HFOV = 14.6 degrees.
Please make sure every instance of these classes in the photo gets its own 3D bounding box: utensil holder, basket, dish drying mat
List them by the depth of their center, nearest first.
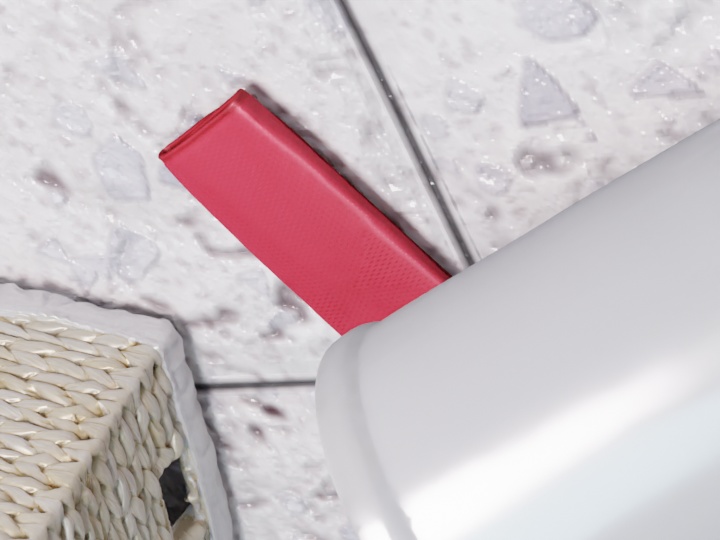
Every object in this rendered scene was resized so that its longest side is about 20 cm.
[{"bbox_3d":[0.109,0.050,1.092,0.199,0.170,0.170,-33,112,19],"label":"utensil holder"},{"bbox_3d":[0.000,0.000,1.266,0.200,0.018,0.077,42,138,-14],"label":"dish drying mat"},{"bbox_3d":[-0.190,0.125,1.400,0.199,0.161,0.199,12,137,23],"label":"basket"}]
